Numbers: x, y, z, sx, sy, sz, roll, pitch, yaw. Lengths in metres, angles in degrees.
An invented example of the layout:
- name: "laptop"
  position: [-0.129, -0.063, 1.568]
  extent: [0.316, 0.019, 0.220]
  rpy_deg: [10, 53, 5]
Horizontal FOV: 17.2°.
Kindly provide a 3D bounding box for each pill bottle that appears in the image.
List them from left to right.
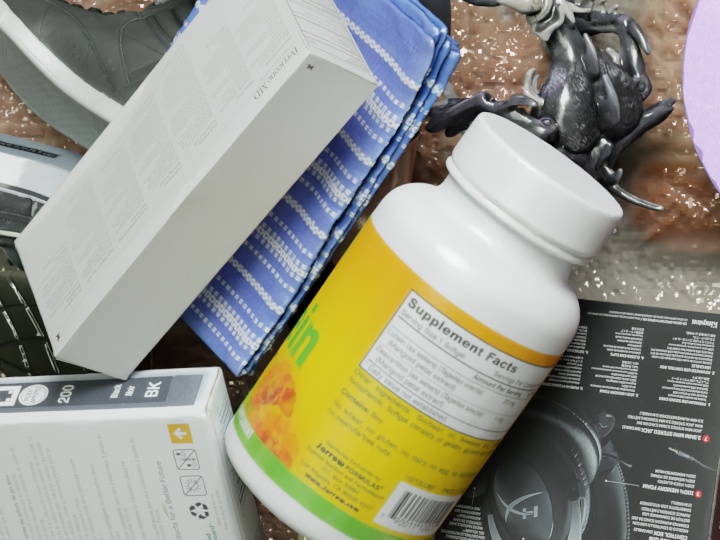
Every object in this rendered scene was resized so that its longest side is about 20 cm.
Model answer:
- name: "pill bottle"
  position: [0.033, 0.031, 1.115]
  extent: [0.111, 0.111, 0.201]
  rpy_deg: [39, 104, 17]

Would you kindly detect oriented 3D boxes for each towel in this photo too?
- name: "towel"
  position: [-0.050, -0.068, 1.151]
  extent: [0.145, 0.024, 0.201]
  rpy_deg: [42, 109, 28]

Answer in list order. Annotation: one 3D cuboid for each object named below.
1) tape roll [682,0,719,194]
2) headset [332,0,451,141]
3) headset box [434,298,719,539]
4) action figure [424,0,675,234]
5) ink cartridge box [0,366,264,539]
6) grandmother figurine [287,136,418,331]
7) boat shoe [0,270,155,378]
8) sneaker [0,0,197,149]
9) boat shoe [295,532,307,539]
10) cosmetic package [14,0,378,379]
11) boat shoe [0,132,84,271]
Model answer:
- name: "tape roll"
  position: [0.260, -0.092, 1.163]
  extent: [0.198, 0.066, 0.202]
  rpy_deg: [-2, 82, 16]
- name: "headset"
  position: [-0.033, -0.092, 1.183]
  extent: [0.124, 0.093, 0.201]
  rpy_deg: [51, 127, 31]
- name: "headset box"
  position: [0.118, 0.117, 1.157]
  extent: [0.148, 0.077, 0.202]
  rpy_deg: [5, 85, 32]
- name: "action figure"
  position: [0.085, -0.114, 1.191]
  extent: [0.118, 0.102, 0.202]
  rpy_deg: [-22, 95, -28]
- name: "ink cartridge box"
  position: [-0.146, 0.142, 1.207]
  extent: [0.198, 0.044, 0.199]
  rpy_deg: [-3, 123, 14]
- name: "grandmother figurine"
  position: [0.000, 0.000, 1.236]
  extent: [0.121, 0.060, 0.202]
  rpy_deg: [3, 87, 44]
- name: "boat shoe"
  position: [-0.193, 0.033, 1.269]
  extent: [0.198, 0.074, 0.076]
  rpy_deg: [6, 96, 27]
- name: "sneaker"
  position: [-0.131, -0.122, 1.288]
  extent: [0.099, 0.071, 0.200]
  rpy_deg: [-41, 54, -18]
- name: "boat shoe"
  position: [0.015, 0.202, 1.196]
  extent: [0.064, 0.071, 0.202]
  rpy_deg: [-11, 90, 23]
- name: "cosmetic package"
  position: [-0.080, -0.048, 1.121]
  extent: [0.200, 0.050, 0.083]
  rpy_deg: [-48, 43, 23]
- name: "boat shoe"
  position: [-0.169, -0.027, 1.276]
  extent: [0.198, 0.074, 0.069]
  rpy_deg: [15, 102, 4]
